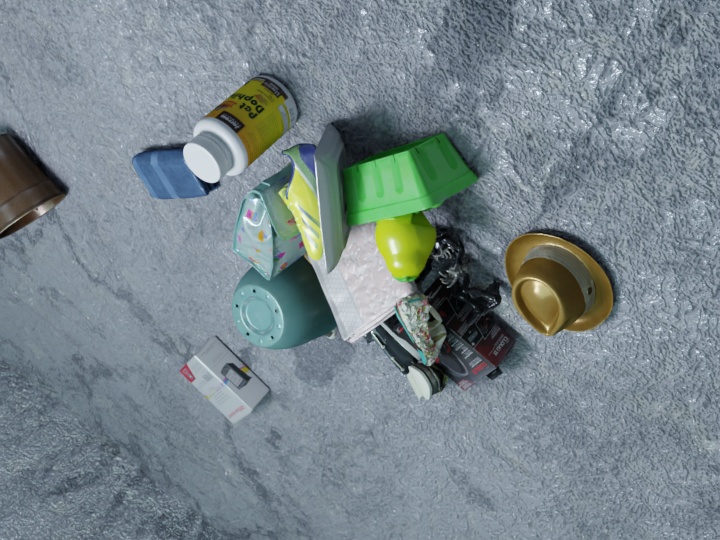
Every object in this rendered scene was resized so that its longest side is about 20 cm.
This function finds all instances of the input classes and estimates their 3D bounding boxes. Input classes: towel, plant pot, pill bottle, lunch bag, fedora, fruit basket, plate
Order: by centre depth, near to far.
[{"bbox_3d":[0.297,0.037,1.464,0.200,0.082,0.201,27,144,22],"label":"fedora"},{"bbox_3d":[0.078,-0.093,1.473,0.215,0.155,0.216,26,130,35],"label":"fruit basket"},{"bbox_3d":[-0.040,-0.122,1.520,0.032,0.200,0.200,-3,113,7],"label":"plate"},{"bbox_3d":[-0.203,-0.234,1.560,0.109,0.200,0.109,26,143,22],"label":"pill bottle"},{"bbox_3d":[0.000,0.000,1.632,0.191,0.032,0.200,-39,64,36],"label":"towel"},{"bbox_3d":[-0.131,-0.108,1.652,0.122,0.170,0.200,39,144,19],"label":"lunch bag"},{"bbox_3d":[-0.154,0.063,1.816,0.200,0.161,0.201,11,112,28],"label":"plant pot"},{"bbox_3d":[-0.384,-0.201,1.913,0.200,0.049,0.112,3,130,44],"label":"towel"},{"bbox_3d":[-0.857,-0.211,2.263,0.199,0.200,0.200,57,144,-6],"label":"plant pot"}]

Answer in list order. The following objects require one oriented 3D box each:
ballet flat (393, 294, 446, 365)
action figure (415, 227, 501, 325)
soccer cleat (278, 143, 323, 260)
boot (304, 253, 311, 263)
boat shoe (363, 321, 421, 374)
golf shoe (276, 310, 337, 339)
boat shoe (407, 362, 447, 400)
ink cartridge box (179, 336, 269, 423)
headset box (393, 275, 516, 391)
[{"bbox_3d":[0.112,0.103,1.577,0.200,0.064,0.076,60,-174,-58],"label":"ballet flat"},{"bbox_3d":[0.144,0.003,1.567,0.200,0.102,0.119,43,150,-7],"label":"action figure"},{"bbox_3d":[-0.096,-0.114,1.567,0.065,0.083,0.201,-139,43,-68],"label":"soccer cleat"},{"bbox_3d":[-0.015,0.015,1.771,0.201,0.071,0.144,25,159,46],"label":"boot"},{"bbox_3d":[0.035,0.122,1.817,0.200,0.060,0.076,43,-173,3],"label":"boat shoe"},{"bbox_3d":[-0.138,0.100,1.978,0.200,0.077,0.088,14,144,35],"label":"golf shoe"},{"bbox_3d":[0.131,0.205,1.774,0.072,0.060,0.202,63,174,9],"label":"boat shoe"},{"bbox_3d":[-0.349,0.280,2.373,0.200,0.086,0.148,44,145,-5],"label":"ink cartridge box"},{"bbox_3d":[0.175,0.123,1.679,0.200,0.075,0.149,41,152,2],"label":"headset box"}]
